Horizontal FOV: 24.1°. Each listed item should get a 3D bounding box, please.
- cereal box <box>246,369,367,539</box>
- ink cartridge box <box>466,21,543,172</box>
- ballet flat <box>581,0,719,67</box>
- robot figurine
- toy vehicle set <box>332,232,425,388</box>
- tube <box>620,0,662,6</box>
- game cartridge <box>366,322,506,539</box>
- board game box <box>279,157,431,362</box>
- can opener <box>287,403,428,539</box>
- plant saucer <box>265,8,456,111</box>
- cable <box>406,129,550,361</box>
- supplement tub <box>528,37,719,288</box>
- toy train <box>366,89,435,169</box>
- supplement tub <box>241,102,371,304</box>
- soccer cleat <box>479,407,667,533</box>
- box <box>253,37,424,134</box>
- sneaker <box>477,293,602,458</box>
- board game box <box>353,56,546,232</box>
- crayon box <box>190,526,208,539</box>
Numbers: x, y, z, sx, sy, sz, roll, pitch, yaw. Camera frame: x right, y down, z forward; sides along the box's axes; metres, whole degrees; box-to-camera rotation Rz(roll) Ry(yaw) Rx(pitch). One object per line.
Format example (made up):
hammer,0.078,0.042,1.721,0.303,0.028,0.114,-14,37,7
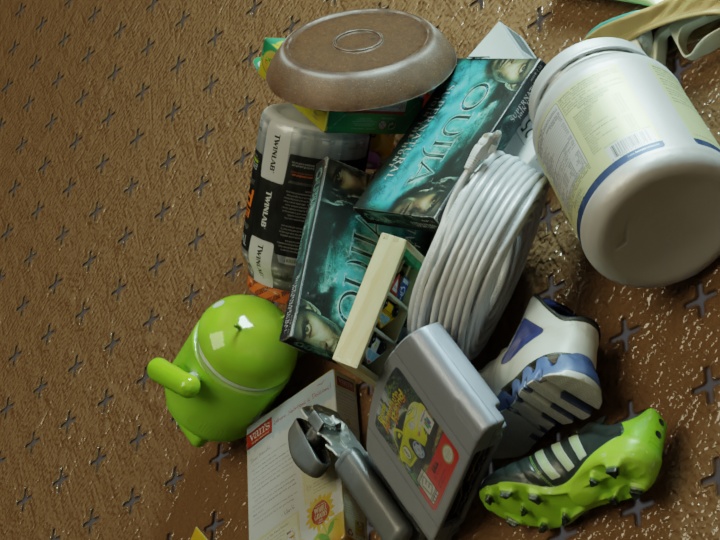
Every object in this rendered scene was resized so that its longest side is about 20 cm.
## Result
cereal box,-0.058,0.219,1.730,0.144,0.039,0.201,-35,42,34
ink cartridge box,0.130,-0.134,1.724,0.174,0.043,0.200,-47,37,19
ballet flat,0.284,-0.219,1.563,0.200,0.068,0.063,-23,64,44
robot figurine,-0.139,0.106,1.821,0.116,0.175,0.200,55,138,20
toy vehicle set,0.039,0.052,1.592,0.026,0.200,0.125,18,81,22
tube,0.251,-0.294,1.672,0.200,0.052,0.058,19,106,53
game cartridge,0.061,0.144,1.514,0.133,0.041,0.200,57,149,30
board game box,0.000,0.000,1.707,0.028,0.135,0.201,-29,45,57
can opener,-0.007,0.206,1.634,0.067,0.053,0.200,-54,47,20
plant saucer,-0.001,-0.224,1.741,0.200,0.199,0.035,-131,29,-54
cable,0.110,-0.011,1.555,0.069,0.200,0.201,23,77,13
supplement tub,0.234,-0.098,1.472,0.145,0.145,0.200,-46,37,22
toy train,0.027,-0.185,1.886,0.200,0.056,0.151,27,89,53
supplement tub,-0.061,-0.071,1.818,0.122,0.122,0.201,37,122,55
soccer cleat,0.183,0.170,1.439,0.200,0.068,0.081,-24,26,47
box,-0.028,-0.204,1.818,0.200,0.117,0.049,42,127,52
sneaker,0.154,0.090,1.521,0.199,0.080,0.116,-30,31,48
board game box,0.091,-0.127,1.668,0.135,0.028,0.200,9,61,54
crayon box,-0.154,0.377,1.701,0.127,0.051,0.201,37,112,55
